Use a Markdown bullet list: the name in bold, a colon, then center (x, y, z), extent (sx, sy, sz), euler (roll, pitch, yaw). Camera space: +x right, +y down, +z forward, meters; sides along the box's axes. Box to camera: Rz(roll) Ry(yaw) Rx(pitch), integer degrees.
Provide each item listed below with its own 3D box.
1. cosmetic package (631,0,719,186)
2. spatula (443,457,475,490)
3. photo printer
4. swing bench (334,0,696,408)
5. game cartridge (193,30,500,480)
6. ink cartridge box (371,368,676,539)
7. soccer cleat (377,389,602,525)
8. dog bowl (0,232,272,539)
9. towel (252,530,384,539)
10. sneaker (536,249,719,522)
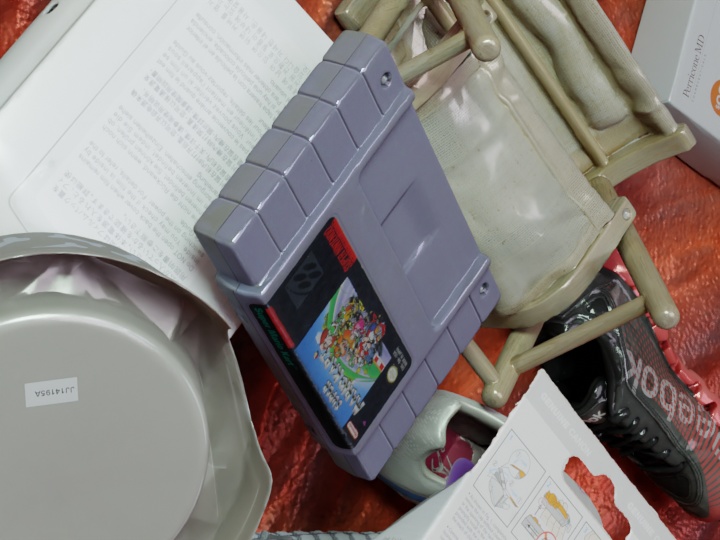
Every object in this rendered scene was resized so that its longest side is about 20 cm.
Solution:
- **cosmetic package**: center (0.253, -0.158, 1.410), extent (0.151, 0.052, 0.200), euler (30, 67, -32)
- **spatula**: center (0.071, 0.184, 1.164), extent (0.057, 0.020, 0.200), euler (-69, 154, -47)
- **photo printer**: center (-0.097, -0.051, 0.998), extent (0.166, 0.069, 0.200), euler (45, 66, -22)
- **swing bench**: center (0.079, -0.073, 1.188), extent (0.199, 0.130, 0.200), euler (52, 28, -23)
- **game cartridge**: center (0.000, 0.000, 1.021), extent (0.130, 0.038, 0.200), euler (-58, 145, -23)
- **ink cartridge box**: center (0.068, 0.174, 1.100), extent (0.161, 0.050, 0.200), euler (51, 60, -28)
- **soccer cleat**: center (0.083, 0.125, 1.208), extent (0.200, 0.086, 0.070), euler (32, 66, -35)
- **dog bowl**: center (-0.139, 0.074, 0.930), extent (0.200, 0.059, 0.201), euler (-7, 115, -16)
- **towel**: center (-0.022, 0.232, 1.108), extent (0.165, 0.085, 0.201), euler (9, 80, -41)
- **sneaker**: center (0.162, 0.080, 1.293), extent (0.098, 0.071, 0.201), euler (-44, 112, -35)
